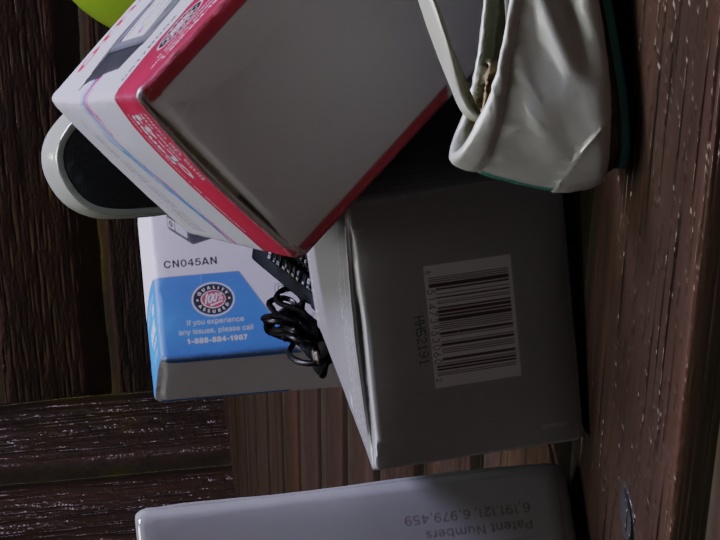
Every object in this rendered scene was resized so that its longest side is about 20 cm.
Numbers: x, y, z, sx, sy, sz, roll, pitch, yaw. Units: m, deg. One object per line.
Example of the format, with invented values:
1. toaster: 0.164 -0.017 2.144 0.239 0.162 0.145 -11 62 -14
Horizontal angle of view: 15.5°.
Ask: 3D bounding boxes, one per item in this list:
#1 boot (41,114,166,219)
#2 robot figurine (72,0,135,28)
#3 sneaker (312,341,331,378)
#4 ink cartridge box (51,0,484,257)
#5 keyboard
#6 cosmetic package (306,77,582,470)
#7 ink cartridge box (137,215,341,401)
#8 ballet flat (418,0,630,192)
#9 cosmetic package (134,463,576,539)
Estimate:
1. boot: -0.074 -0.086 1.284 0.073 0.199 0.144 67 162 -14
2. robot figurine: -0.071 -0.184 1.271 0.175 0.200 0.116 12 122 45
3. sneaker: 0.000 0.000 1.332 0.199 0.076 0.115 -139 50 -74
4. ink cartridge box: -0.025 -0.087 0.969 0.086 0.148 0.200 43 172 -15
5. keyboard: -0.028 -0.005 1.226 0.200 0.039 0.105 -145 57 -70
6. cosmetic package: 0.026 -0.005 1.029 0.200 0.090 0.107 -128 30 -75
7. ink cartridge box: -0.052 -0.039 1.467 0.084 0.144 0.201 106 158 -70
8. ballet flat: 0.045 -0.124 0.831 0.069 0.069 0.201 -162 68 -84
9. cosmetic package: 0.004 0.196 1.017 0.167 0.166 0.201 103 161 -71
